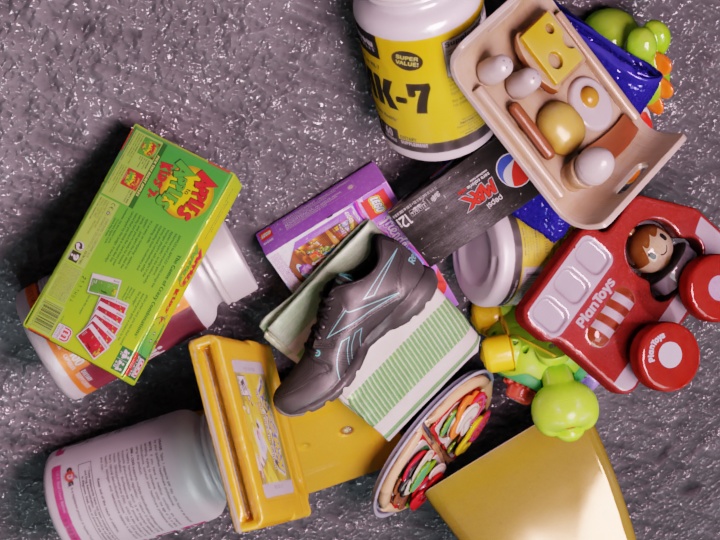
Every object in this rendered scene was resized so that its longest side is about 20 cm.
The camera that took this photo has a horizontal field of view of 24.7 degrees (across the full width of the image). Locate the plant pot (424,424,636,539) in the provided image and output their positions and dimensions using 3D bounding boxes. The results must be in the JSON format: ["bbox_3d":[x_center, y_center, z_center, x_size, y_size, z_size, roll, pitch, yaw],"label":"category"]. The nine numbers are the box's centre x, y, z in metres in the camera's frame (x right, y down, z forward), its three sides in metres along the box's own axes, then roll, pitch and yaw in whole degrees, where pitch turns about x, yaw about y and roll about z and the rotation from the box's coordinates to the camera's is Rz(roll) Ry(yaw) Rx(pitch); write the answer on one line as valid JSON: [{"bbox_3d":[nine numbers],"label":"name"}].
[{"bbox_3d":[0.211,0.285,1.837,0.200,0.177,0.200,-31,162,0],"label":"plant pot"}]

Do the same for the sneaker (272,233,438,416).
[{"bbox_3d":[-0.019,0.051,1.559,0.200,0.075,0.079,-47,112,-7],"label":"sneaker"}]

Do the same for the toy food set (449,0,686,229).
[{"bbox_3d":[0.183,-0.151,1.418,0.200,0.060,0.144,52,58,-9],"label":"toy food set"}]

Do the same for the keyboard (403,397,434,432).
[{"bbox_3d":[0.016,0.155,1.789,0.127,0.021,0.200,-32,133,0],"label":"keyboard"}]

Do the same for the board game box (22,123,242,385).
[{"bbox_3d":[-0.196,-0.014,1.428,0.200,0.101,0.048,-62,171,-8],"label":"board game box"}]

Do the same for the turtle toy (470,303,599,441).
[{"bbox_3d":[0.197,0.094,1.709,0.145,0.200,0.101,-11,121,2],"label":"turtle toy"}]

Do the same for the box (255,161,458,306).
[{"bbox_3d":[0.000,0.000,1.638,0.137,0.039,0.200,-31,134,1],"label":"box"}]

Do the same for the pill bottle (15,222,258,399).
[{"bbox_3d":[-0.202,0.023,1.503,0.200,0.114,0.114,-29,134,-2],"label":"pill bottle"}]

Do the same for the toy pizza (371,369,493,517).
[{"bbox_3d":[0.086,0.193,1.782,0.200,0.032,0.200,-44,158,-22],"label":"toy pizza"}]

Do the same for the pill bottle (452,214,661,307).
[{"bbox_3d":[0.203,-0.023,1.671,0.199,0.111,0.112,-3,128,-25],"label":"pill bottle"}]

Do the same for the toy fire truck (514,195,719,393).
[{"bbox_3d":[0.264,0.015,1.594,0.168,0.112,0.200,39,80,-14],"label":"toy fire truck"}]

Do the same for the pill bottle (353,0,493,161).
[{"bbox_3d":[0.056,-0.205,1.445,0.114,0.114,0.200,-23,133,-8],"label":"pill bottle"}]

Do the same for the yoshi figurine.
[{"bbox_3d":[0.242,-0.176,1.595,0.112,0.113,0.200,16,138,3],"label":"yoshi figurine"}]

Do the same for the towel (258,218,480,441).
[{"bbox_3d":[0.015,0.062,1.624,0.153,0.023,0.200,-45,121,3],"label":"towel"}]

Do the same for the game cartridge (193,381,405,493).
[{"bbox_3d":[-0.062,0.173,1.732,0.199,0.033,0.177,-18,139,5],"label":"game cartridge"}]

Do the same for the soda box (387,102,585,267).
[{"bbox_3d":[0.124,-0.086,1.525,0.200,0.063,0.071,-34,98,34],"label":"soda box"}]

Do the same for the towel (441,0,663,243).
[{"bbox_3d":[0.172,-0.140,1.542,0.050,0.147,0.200,-36,158,-57],"label":"towel"}]

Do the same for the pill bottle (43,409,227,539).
[{"bbox_3d":[-0.200,0.204,1.624,0.199,0.114,0.114,-18,135,10],"label":"pill bottle"}]

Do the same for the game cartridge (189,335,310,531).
[{"bbox_3d":[-0.098,0.152,1.549,0.032,0.177,0.200,-17,172,11],"label":"game cartridge"}]
